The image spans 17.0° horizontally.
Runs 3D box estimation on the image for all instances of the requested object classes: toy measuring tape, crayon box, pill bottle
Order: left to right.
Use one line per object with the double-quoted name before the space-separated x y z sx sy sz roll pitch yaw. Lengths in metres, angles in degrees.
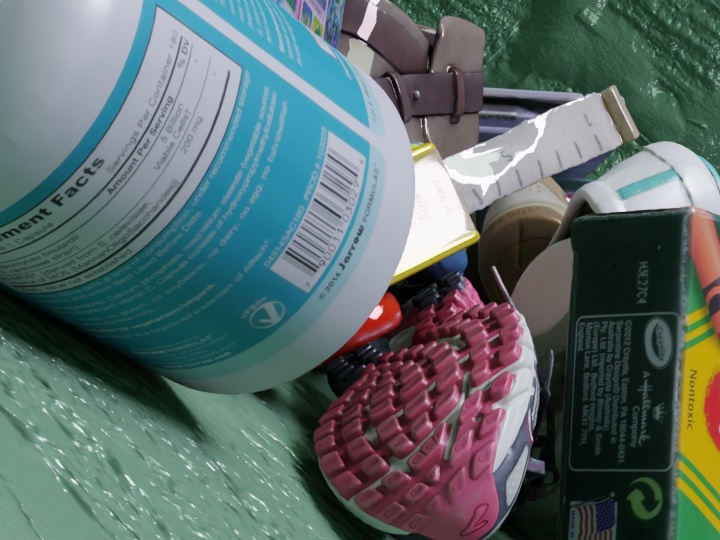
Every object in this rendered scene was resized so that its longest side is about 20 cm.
"pill bottle" -0.079 -0.047 0.659 0.200 0.111 0.111 34 8 -49
"toy measuring tape" 0.010 -0.016 0.849 0.199 0.074 0.074 -26 57 -35
"crayon box" 0.148 0.058 0.851 0.051 0.128 0.199 -4 -12 40

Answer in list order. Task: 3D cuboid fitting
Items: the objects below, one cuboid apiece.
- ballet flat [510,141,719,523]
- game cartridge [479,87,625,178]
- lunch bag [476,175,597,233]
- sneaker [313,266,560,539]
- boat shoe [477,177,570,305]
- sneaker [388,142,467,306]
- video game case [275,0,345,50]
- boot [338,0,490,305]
"ballet flat" 0.071 0.029 0.918 0.069 0.201 0.070 13 45 -14
"game cartridge" 0.031 -0.072 1.276 0.198 0.039 0.130 3 -12 -4
"lunch bag" 0.117 0.021 1.320 0.199 0.123 0.170 4 -14 31
"sneaker" 0.037 0.054 0.807 0.075 0.080 0.200 55 7 -7
"boat shoe" 0.113 0.040 1.130 0.065 0.071 0.201 -85 155 -58
"sneaker" 0.000 0.000 0.969 0.200 0.082 0.071 73 1 -76
"video game case" -0.036 -0.102 0.953 0.023 0.184 0.200 6 -9 11
"boot" 0.033 -0.042 1.126 0.070 0.147 0.200 5 -13 35
